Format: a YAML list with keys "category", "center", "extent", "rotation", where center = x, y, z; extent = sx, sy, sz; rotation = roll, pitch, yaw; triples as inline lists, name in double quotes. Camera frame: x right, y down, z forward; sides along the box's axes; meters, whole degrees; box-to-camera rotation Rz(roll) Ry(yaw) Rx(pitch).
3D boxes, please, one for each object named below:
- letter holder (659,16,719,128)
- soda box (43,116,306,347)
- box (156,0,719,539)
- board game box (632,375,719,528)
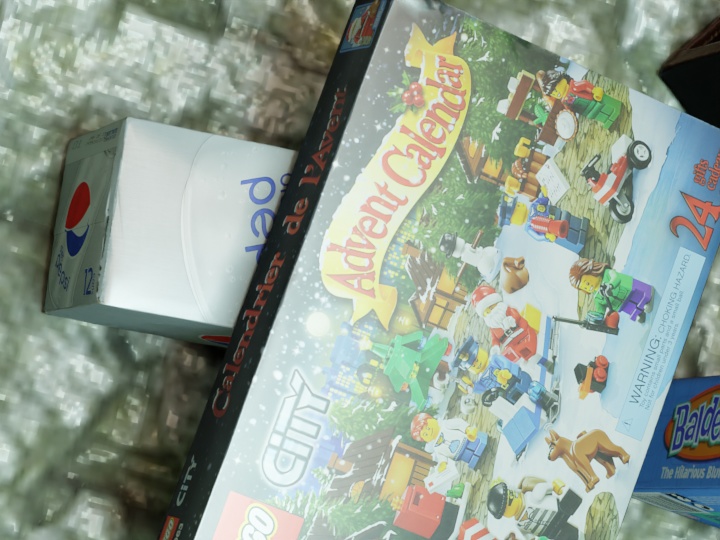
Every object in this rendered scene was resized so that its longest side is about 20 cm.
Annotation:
- category: "letter holder"
  center: [0.235, -0.041, 1.071]
  extent: [0.142, 0.101, 0.200]
  rotation: [-41, 101, -21]
- category: "soda box"
  center: [0.000, 0.000, 0.989]
  extent: [0.200, 0.068, 0.064]
  rotation: [11, 82, -20]
- category: "box"
  center: [0.031, 0.026, 0.943]
  extent: [0.136, 0.038, 0.200]
  rotation: [22, 82, -20]
- category: "board game box"
  center: [0.208, 0.086, 1.023]
  extent: [0.200, 0.152, 0.045]
  rotation: [21, 78, -20]
